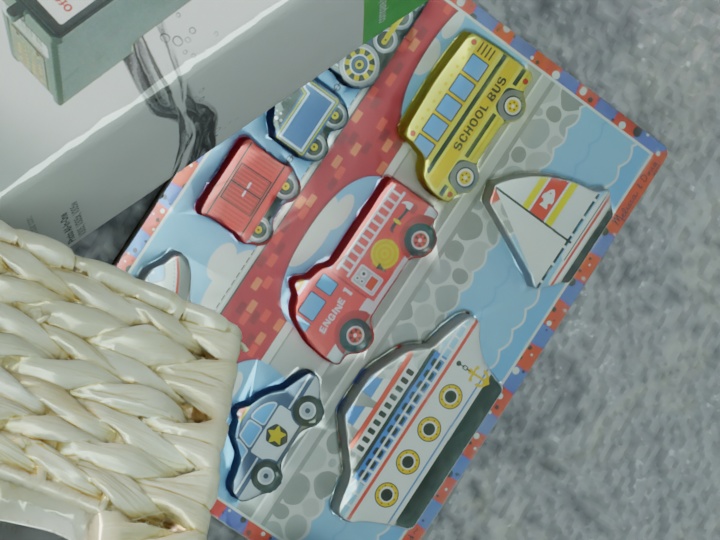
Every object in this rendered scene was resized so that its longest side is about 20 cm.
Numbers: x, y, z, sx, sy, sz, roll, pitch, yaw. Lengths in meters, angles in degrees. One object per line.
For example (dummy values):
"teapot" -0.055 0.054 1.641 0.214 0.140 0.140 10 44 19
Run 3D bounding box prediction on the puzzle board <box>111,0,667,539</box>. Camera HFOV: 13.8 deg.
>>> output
"puzzle board" 0.000 0.000 1.038 0.150 0.017 0.201 34 87 -18

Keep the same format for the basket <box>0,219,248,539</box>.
"basket" -0.136 0.074 0.903 0.135 0.200 0.124 23 61 -20

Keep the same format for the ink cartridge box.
"ink cartridge box" -0.084 -0.108 0.935 0.200 0.084 0.146 -36 79 -9
